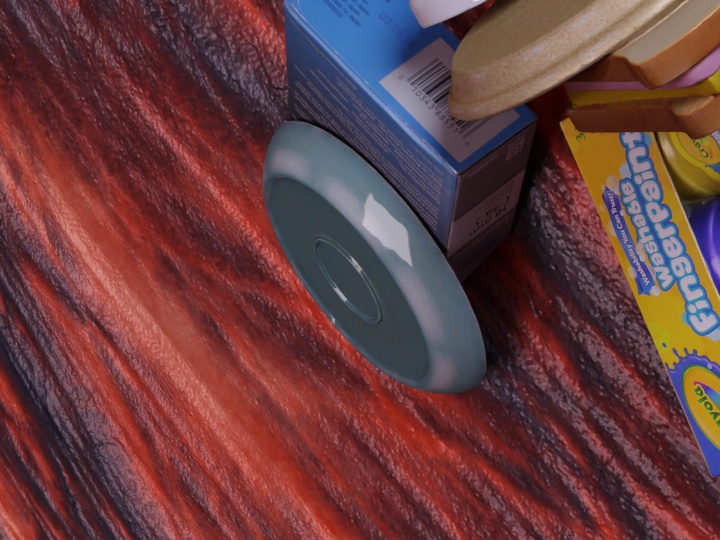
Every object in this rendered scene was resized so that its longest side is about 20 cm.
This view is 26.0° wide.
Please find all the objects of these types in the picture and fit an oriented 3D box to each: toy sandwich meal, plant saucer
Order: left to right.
[{"bbox_3d":[0.000,0.000,0.955,0.200,0.027,0.201,46,161,21],"label":"plant saucer"},{"bbox_3d":[0.129,-0.117,0.718,0.070,0.206,0.204,50,141,-15],"label":"toy sandwich meal"}]

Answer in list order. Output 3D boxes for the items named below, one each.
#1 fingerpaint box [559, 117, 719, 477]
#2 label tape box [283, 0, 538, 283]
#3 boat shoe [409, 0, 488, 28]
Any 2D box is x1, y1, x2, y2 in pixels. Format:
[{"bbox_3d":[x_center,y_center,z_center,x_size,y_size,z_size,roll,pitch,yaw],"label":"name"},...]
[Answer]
[{"bbox_3d":[0.211,-0.015,0.753,0.166,0.073,0.202,-21,93,49],"label":"fingerpaint box"},{"bbox_3d":[0.023,-0.069,0.916,0.144,0.063,0.200,47,161,18],"label":"label tape box"},{"bbox_3d":[0.093,-0.192,0.735,0.199,0.074,0.068,-32,100,30],"label":"boat shoe"}]
